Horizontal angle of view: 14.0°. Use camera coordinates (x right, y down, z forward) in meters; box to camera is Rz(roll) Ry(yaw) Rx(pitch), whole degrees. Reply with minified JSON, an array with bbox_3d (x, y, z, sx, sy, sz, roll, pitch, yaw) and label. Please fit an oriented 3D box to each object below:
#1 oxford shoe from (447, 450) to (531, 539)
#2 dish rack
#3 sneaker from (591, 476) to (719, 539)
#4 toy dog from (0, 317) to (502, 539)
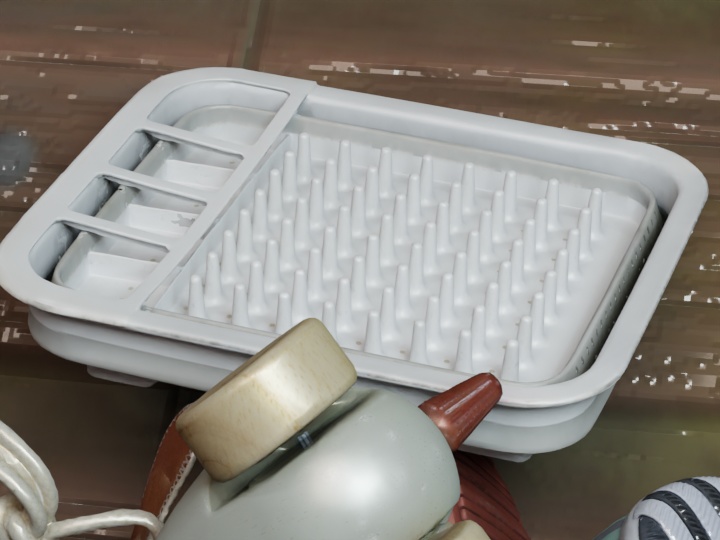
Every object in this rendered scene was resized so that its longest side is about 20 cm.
[{"bbox_3d":[0.018,0.124,0.892,0.074,0.070,0.201,-23,54,20],"label":"oxford shoe"},{"bbox_3d":[0.000,0.000,0.930,0.199,0.044,0.172,10,30,15],"label":"dish rack"},{"bbox_3d":[0.118,0.163,0.867,0.074,0.087,0.201,-15,80,-34],"label":"sneaker"},{"bbox_3d":[-0.027,0.076,0.839,0.199,0.133,0.096,-9,16,43],"label":"toy dog"}]
